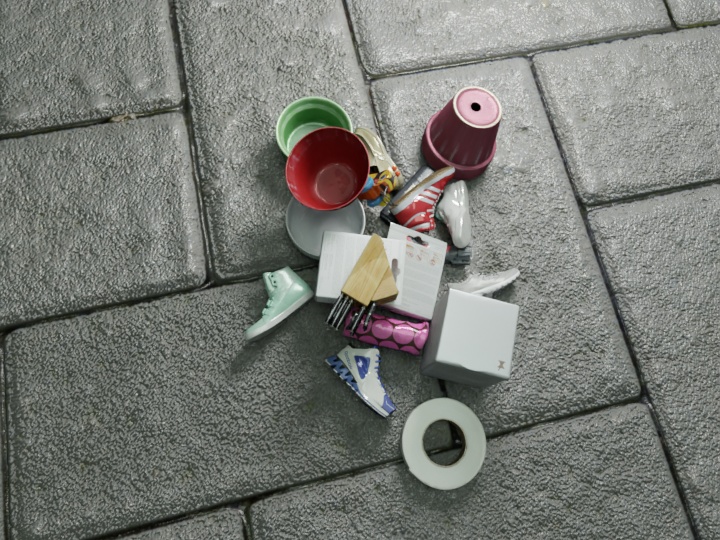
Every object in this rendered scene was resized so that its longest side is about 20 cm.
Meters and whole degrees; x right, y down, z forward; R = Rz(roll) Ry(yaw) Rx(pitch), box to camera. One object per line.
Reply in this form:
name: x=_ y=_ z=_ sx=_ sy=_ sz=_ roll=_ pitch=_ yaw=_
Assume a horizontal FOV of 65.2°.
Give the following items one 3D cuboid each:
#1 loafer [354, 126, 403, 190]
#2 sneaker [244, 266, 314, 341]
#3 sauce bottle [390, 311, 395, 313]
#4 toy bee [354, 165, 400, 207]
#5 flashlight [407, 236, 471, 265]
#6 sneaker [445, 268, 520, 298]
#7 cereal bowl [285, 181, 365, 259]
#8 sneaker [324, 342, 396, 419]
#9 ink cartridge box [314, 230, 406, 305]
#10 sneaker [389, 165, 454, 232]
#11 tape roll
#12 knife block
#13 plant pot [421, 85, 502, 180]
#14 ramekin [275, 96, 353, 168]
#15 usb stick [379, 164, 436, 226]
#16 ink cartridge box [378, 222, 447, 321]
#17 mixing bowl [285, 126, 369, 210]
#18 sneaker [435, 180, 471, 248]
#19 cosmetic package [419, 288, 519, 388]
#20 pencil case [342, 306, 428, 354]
loafer: x=0.035 y=-0.290 z=1.477 sx=0.068 sy=0.076 sz=0.201 roll=-32 pitch=79 yaw=-19
sneaker: x=-0.220 y=0.075 z=1.346 sx=0.200 sy=0.074 sz=0.118 roll=-39 pitch=86 yaw=-24
sauce bottle: x=0.005 y=0.048 z=1.376 sx=0.198 sy=0.066 sz=0.067 roll=26 pitch=73 yaw=-2
toy bee: x=0.049 y=-0.211 z=1.410 sx=0.199 sy=0.131 sz=0.109 roll=30 pitch=71 yaw=34
flashlight: x=0.179 y=-0.054 z=1.426 sx=0.197 sy=0.068 sz=0.068 roll=0 pitch=117 yaw=-8
sneaker: x=0.306 y=0.028 z=1.403 sx=0.198 sy=0.075 sz=0.083 roll=-21 pitch=69 yaw=-14
cereal bowl: x=-0.088 y=-0.115 z=1.410 sx=0.197 sy=0.083 sz=0.203 roll=1 pitch=72 yaw=-4
sneaker: x=0.022 y=0.241 z=1.313 sx=0.199 sy=0.081 sz=0.115 roll=43 pitch=77 yaw=10
ink cartridge box: x=0.000 y=0.000 z=1.316 sx=0.197 sy=0.057 sz=0.165 roll=8 pitch=73 yaw=-5
sneaker: x=0.180 y=-0.172 z=1.437 sx=0.199 sy=0.071 sz=0.113 roll=-37 pitch=101 yaw=-7
tape roll: x=0.189 y=0.398 z=1.301 sx=0.200 sy=0.037 sz=0.205 roll=2 pitch=73 yaw=-5
knife block: x=-0.011 y=0.037 z=1.247 sx=0.174 sy=0.064 sz=0.202 roll=-15 pitch=75 yaw=-7
plant pot: x=0.273 y=-0.365 z=1.453 sx=0.197 sy=0.179 sz=0.202 roll=3 pitch=68 yaw=-8
ramekin: x=-0.120 y=-0.339 z=1.468 sx=0.197 sy=0.098 sz=0.202 roll=1 pitch=73 yaw=-4
usb stick: x=0.128 y=-0.198 z=1.479 sx=0.055 sy=0.033 sz=0.200 roll=40 pitch=75 yaw=7
ink cartridge box: x=0.114 y=0.006 z=1.364 sx=0.158 sy=0.047 sz=0.202 roll=18 pitch=73 yaw=-13
mixing bowl: x=-0.068 y=-0.222 z=1.335 sx=0.198 sy=0.108 sz=0.203 roll=-2 pitch=77 yaw=9
sneaker: x=0.233 y=-0.137 z=1.445 sx=0.088 sy=0.075 sz=0.202 roll=-11 pitch=52 yaw=22
cosmetic package: x=0.244 y=0.162 z=1.291 sx=0.165 sy=0.200 sz=0.168 roll=14 pitch=72 yaw=-1
pencil case: x=0.061 y=0.138 z=1.344 sx=0.198 sy=0.091 sz=0.094 roll=15 pitch=40 yaw=1
